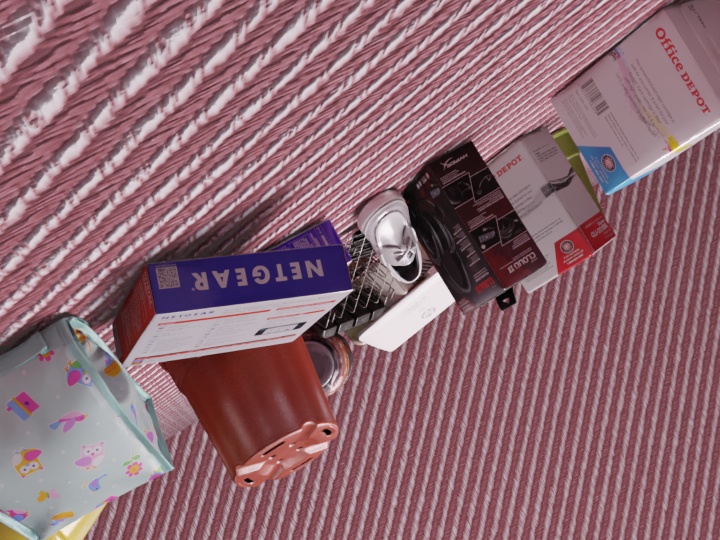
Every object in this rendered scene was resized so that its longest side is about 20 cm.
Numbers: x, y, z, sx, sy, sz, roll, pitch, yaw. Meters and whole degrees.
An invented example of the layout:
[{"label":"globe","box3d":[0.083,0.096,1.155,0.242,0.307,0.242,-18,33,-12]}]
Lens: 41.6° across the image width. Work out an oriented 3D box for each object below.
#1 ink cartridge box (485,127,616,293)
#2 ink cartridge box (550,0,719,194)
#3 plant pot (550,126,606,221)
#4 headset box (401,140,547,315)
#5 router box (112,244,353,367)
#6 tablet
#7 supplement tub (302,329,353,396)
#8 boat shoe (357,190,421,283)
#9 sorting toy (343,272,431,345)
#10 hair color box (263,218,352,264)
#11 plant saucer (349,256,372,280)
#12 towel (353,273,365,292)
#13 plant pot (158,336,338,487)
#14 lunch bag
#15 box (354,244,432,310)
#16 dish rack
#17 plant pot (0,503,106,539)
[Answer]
[{"label":"ink cartridge box","box3d":[0.268,-0.092,1.444,0.083,0.201,0.144,-29,175,-45]},{"label":"ink cartridge box","box3d":[0.378,-0.220,1.188,0.145,0.148,0.200,-25,172,-40]},{"label":"plant pot","box3d":[0.327,-0.111,1.616,0.198,0.192,0.200,-30,175,-3]},{"label":"headset box","box3d":[0.144,-0.042,1.222,0.077,0.202,0.149,-28,175,-19]},{"label":"router box","box3d":[-0.130,0.037,0.940,0.197,0.050,0.179,-7,163,-27]},{"label":"tablet","box3d":[0.097,0.059,1.503,0.199,0.014,0.130,-39,152,14]},{"label":"supplement tub","box3d":[-0.067,0.141,1.445,0.106,0.108,0.200,-31,175,0]},{"label":"boat shoe","box3d":[0.046,-0.036,1.241,0.072,0.069,0.201,-34,158,-10]},{"label":"sorting toy","box3d":[0.041,0.047,1.619,0.183,0.037,0.200,-28,-162,-7]},{"label":"hair color box","box3d":[-0.116,0.022,1.118,0.198,0.065,0.109,-27,173,-20]},{"label":"plant saucer","box3d":[-0.069,0.031,1.485,0.199,0.037,0.200,-36,176,-3]},{"label":"towel","box3d":[-0.081,0.082,1.543,0.199,0.024,0.152,-33,174,-41]},{"label":"plant pot","box3d":[-0.133,0.156,1.221,0.199,0.197,0.202,-25,155,-12]},{"label":"lunch bag","box3d":[-0.296,0.141,0.886,0.169,0.122,0.201,-29,137,-3]},{"label":"box","box3d":[0.077,-0.016,1.541,0.082,0.069,0.200,-40,-178,43]},{"label":"dish rack","box3d":[0.000,0.000,1.367,0.152,0.054,0.202,-20,138,-46]},{"label":"plant pot","box3d":[-0.374,0.243,1.103,0.189,0.201,0.201,-45,-179,-25]}]
